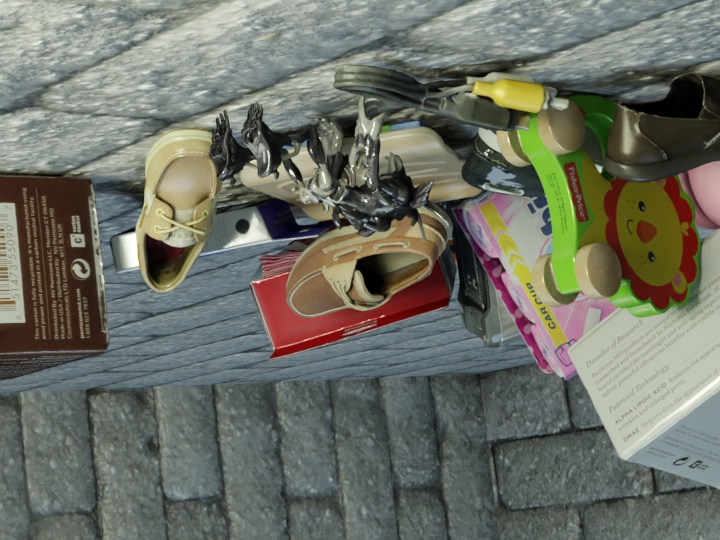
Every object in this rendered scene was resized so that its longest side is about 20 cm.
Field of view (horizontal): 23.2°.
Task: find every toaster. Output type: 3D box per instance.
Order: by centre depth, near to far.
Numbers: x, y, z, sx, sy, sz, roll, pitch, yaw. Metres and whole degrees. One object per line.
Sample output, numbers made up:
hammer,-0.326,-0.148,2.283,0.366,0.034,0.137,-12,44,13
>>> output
toaster,0.162,-0.026,1.784,0.129,0.201,0.114,-14,-165,-12

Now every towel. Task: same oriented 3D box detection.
towel,-0.005,-0.043,1.814,0.144,0.023,0.200,-14,-170,24

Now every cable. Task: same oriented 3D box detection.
cable,0.061,-0.146,1.379,0.199,0.051,0.097,12,-179,-28

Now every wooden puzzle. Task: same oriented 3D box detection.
wooden puzzle,0.005,-0.096,1.598,0.185,0.046,0.200,-9,168,15

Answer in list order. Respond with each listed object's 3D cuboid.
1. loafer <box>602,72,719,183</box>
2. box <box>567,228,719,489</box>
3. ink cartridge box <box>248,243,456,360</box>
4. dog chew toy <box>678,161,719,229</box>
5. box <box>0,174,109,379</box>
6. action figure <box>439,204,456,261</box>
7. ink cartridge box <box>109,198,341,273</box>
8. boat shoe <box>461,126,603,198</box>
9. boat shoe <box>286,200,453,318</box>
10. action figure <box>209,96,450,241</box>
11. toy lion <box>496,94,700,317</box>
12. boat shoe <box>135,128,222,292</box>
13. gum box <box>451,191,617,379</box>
loafer,0.294,-0.131,1.474,0.200,0.072,0.073,-20,-150,-24
box,0.341,0.089,1.645,0.200,0.131,0.199,-41,141,25
ink cartridge box,-0.006,0.011,1.838,0.199,0.084,0.176,-18,-170,8
dog chew toy,0.340,-0.092,1.639,0.124,0.125,0.200,-3,179,-20
box,-0.355,0.011,1.617,0.164,0.167,0.200,-1,171,-37
action figure,0.144,-0.047,1.993,0.200,0.105,0.193,31,144,-30
ink cartridge box,-0.128,-0.042,1.728,0.199,0.044,0.198,-9,-175,6
boat shoe,0.176,-0.095,1.584,0.199,0.076,0.060,9,125,-32
boat shoe,0.000,0.000,1.674,0.076,0.072,0.200,39,131,-24
action figure,-0.015,-0.089,1.436,0.200,0.102,0.119,17,159,-30
toy lion,0.221,-0.056,1.523,0.191,0.201,0.069,-14,180,-43
boat shoe,-0.157,-0.049,1.537,0.074,0.067,0.200,1,149,-12
gum box,0.190,-0.004,1.699,0.113,0.200,0.066,-33,-168,-12
